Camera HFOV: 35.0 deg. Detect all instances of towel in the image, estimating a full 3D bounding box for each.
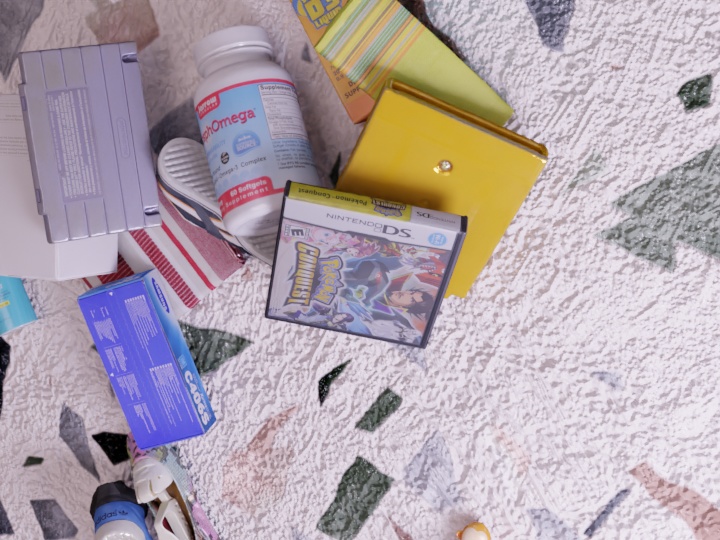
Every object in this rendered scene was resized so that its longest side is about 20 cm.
[{"bbox_3d":[0.054,-0.187,1.116,0.200,0.018,0.086,39,96,-18],"label":"towel"},{"bbox_3d":[-0.242,-0.013,1.349,0.200,0.023,0.144,-37,91,29],"label":"towel"}]

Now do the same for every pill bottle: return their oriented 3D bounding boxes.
[{"bbox_3d":[-0.111,-0.145,1.187,0.108,0.108,0.202,-21,79,27],"label":"pill bottle"}]

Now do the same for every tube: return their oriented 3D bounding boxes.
[{"bbox_3d":[-0.468,-0.019,1.433,0.077,0.050,0.201,-24,91,15],"label":"tube"}]

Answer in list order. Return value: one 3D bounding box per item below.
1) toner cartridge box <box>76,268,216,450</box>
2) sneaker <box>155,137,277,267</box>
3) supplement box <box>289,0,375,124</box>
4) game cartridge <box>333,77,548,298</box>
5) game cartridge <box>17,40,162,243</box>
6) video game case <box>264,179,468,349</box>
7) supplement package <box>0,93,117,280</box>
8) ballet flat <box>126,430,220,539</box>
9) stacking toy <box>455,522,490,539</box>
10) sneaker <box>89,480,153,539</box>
[{"bbox_3d":[-0.252,0.107,1.355,0.094,0.043,0.202,-15,102,18],"label":"toner cartridge box"},{"bbox_3d":[-0.137,-0.069,1.260,0.200,0.079,0.079,38,160,-6],"label":"sneaker"},{"bbox_3d":[-0.019,-0.253,1.157,0.066,0.069,0.201,-27,92,25],"label":"supplement box"},{"bbox_3d":[0.066,-0.074,1.147,0.175,0.033,0.201,23,127,-8],"label":"game cartridge"},{"bbox_3d":[-0.289,-0.137,1.218,0.129,0.038,0.202,-10,100,-20],"label":"game cartridge"},{"bbox_3d":[0.000,0.000,1.164,0.179,0.026,0.201,11,140,-3],"label":"video game case"},{"bbox_3d":[-0.356,-0.096,1.299,0.120,0.120,0.202,5,96,21],"label":"supplement package"},{"bbox_3d":[-0.237,0.288,1.407,0.069,0.071,0.201,-26,94,26],"label":"ballet flat"},{"bbox_3d":[0.108,0.376,1.282,0.115,0.110,0.202,19,101,19],"label":"stacking toy"},{"bbox_3d":[-0.288,0.346,1.452,0.076,0.112,0.201,-19,134,-1],"label":"sneaker"}]
